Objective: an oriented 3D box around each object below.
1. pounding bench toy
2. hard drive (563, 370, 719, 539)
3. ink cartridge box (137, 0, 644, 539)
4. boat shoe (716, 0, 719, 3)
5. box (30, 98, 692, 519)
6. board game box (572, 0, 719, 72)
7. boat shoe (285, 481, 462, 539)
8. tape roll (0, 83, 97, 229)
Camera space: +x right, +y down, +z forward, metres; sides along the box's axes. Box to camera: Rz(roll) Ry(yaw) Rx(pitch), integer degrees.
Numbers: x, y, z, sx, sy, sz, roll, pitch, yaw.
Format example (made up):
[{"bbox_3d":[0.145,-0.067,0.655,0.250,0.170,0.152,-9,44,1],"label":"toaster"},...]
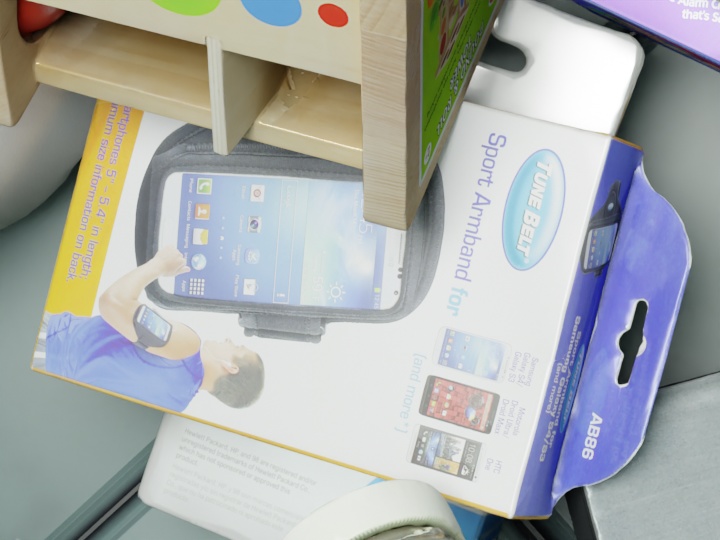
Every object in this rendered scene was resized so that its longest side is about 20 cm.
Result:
[{"bbox_3d":[-0.028,-0.141,0.802,0.155,0.125,0.201,15,54,12],"label":"pounding bench toy"},{"bbox_3d":[0.173,0.089,0.855,0.199,0.033,0.140,-14,87,-9],"label":"hard drive"},{"bbox_3d":[0.016,0.002,0.900,0.115,0.067,0.201,21,96,12],"label":"ink cartridge box"},{"bbox_3d":[0.106,-0.169,0.725,0.072,0.060,0.203,11,104,26],"label":"boat shoe"},{"bbox_3d":[0.000,0.000,0.838,0.199,0.041,0.120,15,92,26],"label":"box"},{"bbox_3d":[0.153,-0.066,0.824,0.199,0.134,0.045,27,97,17],"label":"board game box"},{"bbox_3d":[0.034,0.134,0.831,0.072,0.202,0.060,-30,55,5],"label":"boat shoe"},{"bbox_3d":[-0.181,-0.097,0.898,0.202,0.071,0.204,12,114,29],"label":"tape roll"}]
